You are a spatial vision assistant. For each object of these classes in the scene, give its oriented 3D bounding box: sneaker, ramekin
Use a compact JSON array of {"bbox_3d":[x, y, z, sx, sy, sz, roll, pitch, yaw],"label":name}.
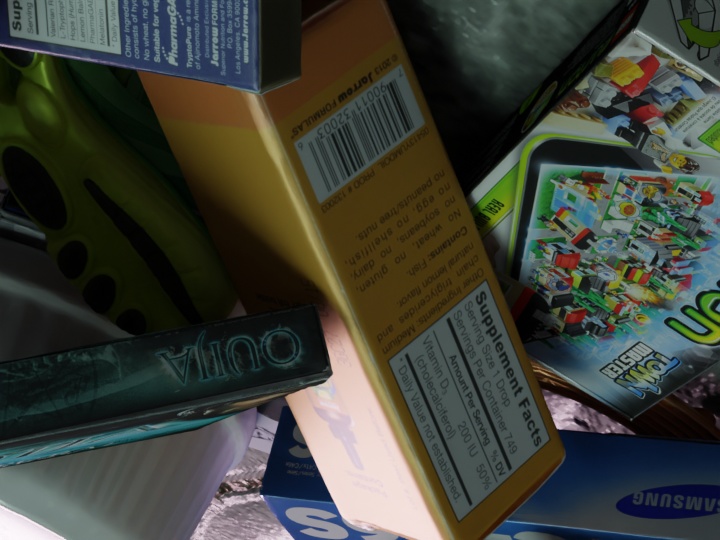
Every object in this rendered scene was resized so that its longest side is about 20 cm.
[{"bbox_3d":[-0.101,-0.069,0.738,0.074,0.084,0.200,-19,108,31],"label":"sneaker"},{"bbox_3d":[-0.152,0.069,0.850,0.202,0.094,0.202,15,155,8],"label":"ramekin"}]

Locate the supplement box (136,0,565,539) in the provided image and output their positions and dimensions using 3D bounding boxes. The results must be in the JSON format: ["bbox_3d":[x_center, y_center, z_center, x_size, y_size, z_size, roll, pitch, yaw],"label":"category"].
[{"bbox_3d":[0.000,0.000,0.715,0.066,0.069,0.200,12,131,50],"label":"supplement box"}]

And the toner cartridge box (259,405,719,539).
[{"bbox_3d":[0.069,0.100,0.833,0.200,0.043,0.095,3,151,22],"label":"toner cartridge box"}]

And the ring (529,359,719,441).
[{"bbox_3d":[0.084,0.078,0.884,0.200,0.019,0.201,20,150,12],"label":"ring"}]

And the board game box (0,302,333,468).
[{"bbox_3d":[-0.125,0.051,0.686,0.200,0.028,0.135,-10,174,-25],"label":"board game box"}]

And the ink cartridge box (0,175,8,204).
[{"bbox_3d":[-0.128,-0.005,0.903,0.176,0.045,0.200,39,149,-19],"label":"ink cartridge box"}]

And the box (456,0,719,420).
[{"bbox_3d":[0.097,-0.020,0.696,0.110,0.035,0.200,31,151,-6],"label":"box"}]

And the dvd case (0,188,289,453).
[{"bbox_3d":[-0.051,0.033,0.848,0.200,0.025,0.150,20,154,-2],"label":"dvd case"}]

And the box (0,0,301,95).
[{"bbox_3d":[-0.109,-0.129,0.639,0.200,0.032,0.121,12,113,26],"label":"box"}]
